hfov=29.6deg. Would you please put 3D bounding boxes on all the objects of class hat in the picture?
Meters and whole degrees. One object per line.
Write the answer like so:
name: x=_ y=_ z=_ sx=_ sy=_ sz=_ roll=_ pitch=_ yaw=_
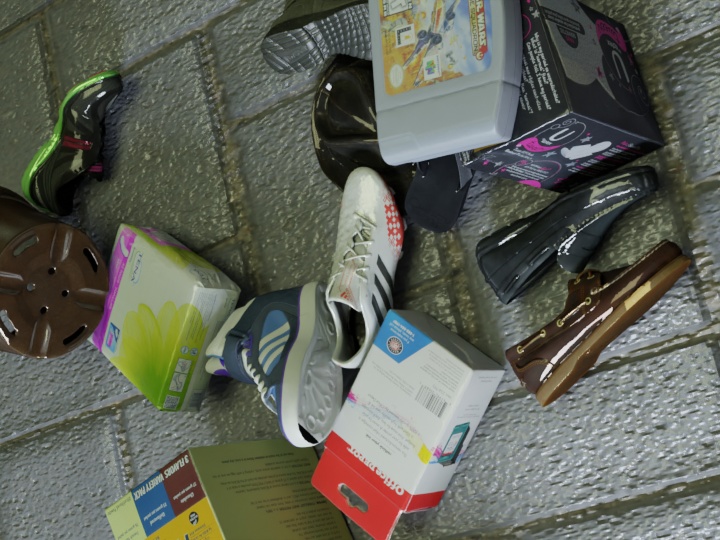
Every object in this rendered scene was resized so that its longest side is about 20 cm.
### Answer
hat: x=0.010 y=-0.156 z=1.378 sx=0.198 sy=0.080 sz=0.204 roll=-3 pitch=85 yaw=34

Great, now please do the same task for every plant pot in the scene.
plant pot: x=-0.398 y=0.009 z=1.560 sx=0.197 sy=0.198 sz=0.204 roll=12 pitch=94 yaw=48

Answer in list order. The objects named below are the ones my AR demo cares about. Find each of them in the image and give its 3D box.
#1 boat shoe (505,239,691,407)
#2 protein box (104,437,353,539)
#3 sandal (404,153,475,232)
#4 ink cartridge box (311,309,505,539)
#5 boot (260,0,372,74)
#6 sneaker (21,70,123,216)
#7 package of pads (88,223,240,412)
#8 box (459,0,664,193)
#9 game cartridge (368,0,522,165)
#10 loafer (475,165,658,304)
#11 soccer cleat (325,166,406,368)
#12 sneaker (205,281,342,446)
boat shoe: x=0.209 y=0.037 z=1.233 sx=0.200 sy=0.070 sz=0.071 roll=-46 pitch=68 yaw=24
protein box: x=-0.116 y=0.293 z=1.371 sx=0.134 sy=0.197 sz=0.202 roll=-36 pitch=69 yaw=28
sandal: x=0.080 y=-0.105 z=1.285 sx=0.075 sy=0.043 sz=0.202 roll=22 pitch=139 yaw=15
ink cartridge box: x=0.044 y=0.154 z=1.345 sx=0.116 sy=0.067 sz=0.202 roll=35 pitch=107 yaw=32
boot: x=-0.005 y=-0.273 z=1.380 sx=0.197 sy=0.068 sz=0.132 roll=-6 pitch=43 yaw=25
sneaker: x=-0.330 y=-0.152 z=1.633 sx=0.083 sy=0.077 sz=0.201 roll=38 pitch=113 yaw=12
package of pads: x=-0.222 y=0.046 z=1.516 sx=0.199 sy=0.068 sz=0.157 roll=33 pitch=107 yaw=47
box: x=0.166 y=-0.159 z=1.196 sx=0.114 sy=0.199 sz=0.134 roll=-24 pitch=73 yaw=30
game cartridge: x=0.069 y=-0.198 z=1.125 sx=0.132 sy=0.041 sz=0.204 roll=-12 pitch=78 yaw=39
loafer: x=0.195 y=-0.033 z=1.253 sx=0.199 sy=0.068 sz=0.071 roll=-31 pitch=78 yaw=35
soccer cleat: x=0.000 y=0.000 z=1.357 sx=0.068 sy=0.085 sz=0.204 roll=7 pitch=103 yaw=33
sneaker: x=-0.096 y=0.108 z=1.389 sx=0.145 sy=0.081 sz=0.202 roll=-20 pitch=43 yaw=26
